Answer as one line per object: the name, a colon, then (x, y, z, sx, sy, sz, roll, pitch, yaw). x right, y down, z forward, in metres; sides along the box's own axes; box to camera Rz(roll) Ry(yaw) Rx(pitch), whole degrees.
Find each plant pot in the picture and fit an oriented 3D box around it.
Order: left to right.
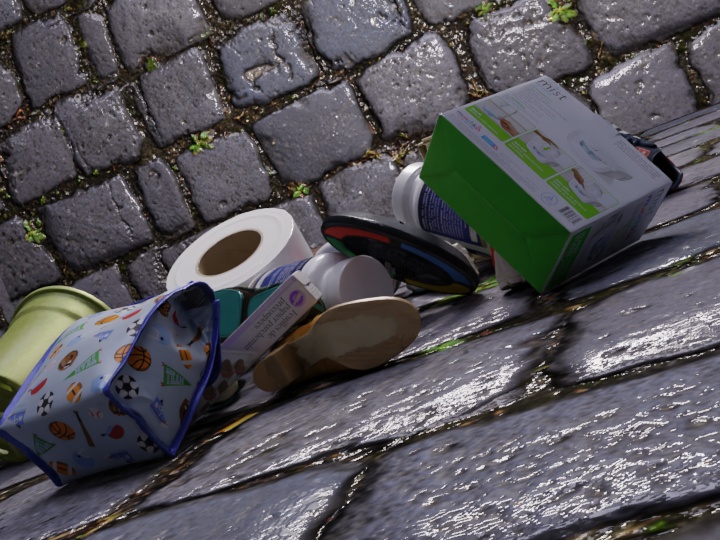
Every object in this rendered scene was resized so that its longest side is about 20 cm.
plant pot: (-0.424, 0.150, 1.440, 0.199, 0.201, 0.184, -19, 17, 24)

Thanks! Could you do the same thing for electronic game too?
electronic game: (0.046, -0.017, 1.294, 0.042, 0.199, 0.200, -68, 18, -11)

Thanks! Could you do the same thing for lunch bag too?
lunch bag: (-0.240, 0.104, 1.109, 0.169, 0.124, 0.201, -19, 34, 28)

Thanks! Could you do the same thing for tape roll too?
tape roll: (-0.166, 0.002, 1.504, 0.201, 0.071, 0.203, -21, 31, 13)

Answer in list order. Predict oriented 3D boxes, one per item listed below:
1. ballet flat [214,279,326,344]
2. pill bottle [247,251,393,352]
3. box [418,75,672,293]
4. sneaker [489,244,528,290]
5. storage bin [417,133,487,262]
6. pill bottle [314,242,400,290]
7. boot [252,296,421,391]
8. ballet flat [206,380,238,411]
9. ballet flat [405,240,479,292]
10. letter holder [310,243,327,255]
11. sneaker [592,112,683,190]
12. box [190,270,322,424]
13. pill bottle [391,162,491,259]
ballet flat: (-0.116, 0.054, 1.270, 0.199, 0.075, 0.074, -5, 15, 47)
pill bottle: (-0.051, 0.039, 1.333, 0.111, 0.112, 0.199, -25, 5, -38)
box: (0.198, -0.101, 1.176, 0.176, 0.200, 0.097, -25, -31, -36)
sneaker: (0.217, -0.046, 1.249, 0.077, 0.085, 0.199, -16, 7, 44)
storage bin: (0.200, -0.128, 1.555, 0.093, 0.201, 0.198, -29, 8, -33)
pill bottle: (0.000, 0.000, 1.520, 0.115, 0.117, 0.200, -20, 5, 11)
boot: (-0.009, 0.062, 1.133, 0.200, 0.071, 0.144, -24, 3, 24)
ballet flat: (-0.172, 0.115, 1.286, 0.069, 0.070, 0.200, -22, 4, -8)
ballet flat: (0.104, -0.010, 1.472, 0.071, 0.072, 0.200, -23, 4, -16)
letter holder: (-0.101, 0.039, 1.641, 0.141, 0.101, 0.200, -22, 4, 12)
sneaker: (0.365, -0.165, 1.518, 0.199, 0.075, 0.084, 22, 0, -20)
box: (-0.124, 0.083, 1.154, 0.200, 0.039, 0.041, -44, 1, 12)
pill bottle: (0.142, -0.085, 1.474, 0.115, 0.117, 0.199, -24, 28, -36)
